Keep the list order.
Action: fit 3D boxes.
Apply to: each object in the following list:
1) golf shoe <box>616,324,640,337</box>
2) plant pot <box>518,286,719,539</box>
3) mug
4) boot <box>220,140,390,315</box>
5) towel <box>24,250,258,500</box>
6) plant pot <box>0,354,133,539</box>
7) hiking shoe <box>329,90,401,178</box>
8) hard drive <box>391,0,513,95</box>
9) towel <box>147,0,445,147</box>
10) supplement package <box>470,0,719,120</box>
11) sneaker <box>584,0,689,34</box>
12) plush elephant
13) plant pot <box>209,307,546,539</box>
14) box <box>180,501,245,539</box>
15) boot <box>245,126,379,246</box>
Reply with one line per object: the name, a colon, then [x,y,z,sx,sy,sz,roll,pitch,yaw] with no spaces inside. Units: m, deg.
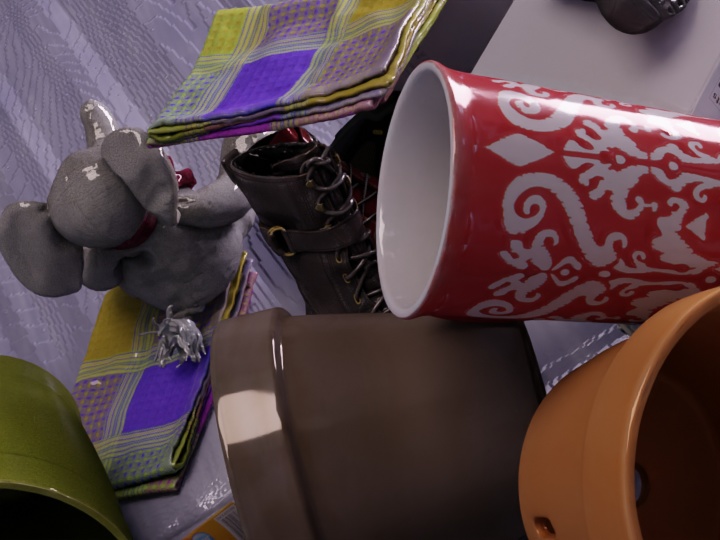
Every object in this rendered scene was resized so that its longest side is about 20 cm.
golf shoe: [0.191,0.027,1.368,0.078,0.097,0.200,-44,37,-7]
plant pot: [0.175,0.108,1.233,0.201,0.200,0.140,-57,22,-22]
mug: [0.116,-0.033,1.286,0.177,0.199,0.134,-177,92,-75]
boot: [0.000,0.000,1.498,0.199,0.175,0.069,9,40,48]
towel: [-0.155,0.076,1.701,0.143,0.023,0.201,-11,45,34]
plant pot: [-0.241,0.159,1.554,0.200,0.201,0.193,-33,31,12]
hiking shoe: [0.055,-0.075,1.619,0.199,0.076,0.101,-23,36,22]
hard drive: [0.086,-0.157,1.628,0.199,0.132,0.025,-22,46,25]
towel: [-0.038,-0.141,1.562,0.199,0.023,0.144,-8,38,35]
supplement package: [0.199,-0.123,1.474,0.191,0.147,0.201,5,55,45]
sneaker: [0.139,-0.188,1.425,0.091,0.076,0.200,-37,27,21]
plush elephant: [-0.161,-0.046,1.682,0.164,0.155,0.201,-24,39,20]
plant pot: [0.024,0.103,1.389,0.173,0.201,0.201,-15,40,6]
box: [-0.142,0.230,1.428,0.200,0.041,0.119,-47,-5,15]
boot: [0.012,-0.038,1.564,0.199,0.144,0.073,5,54,44]
